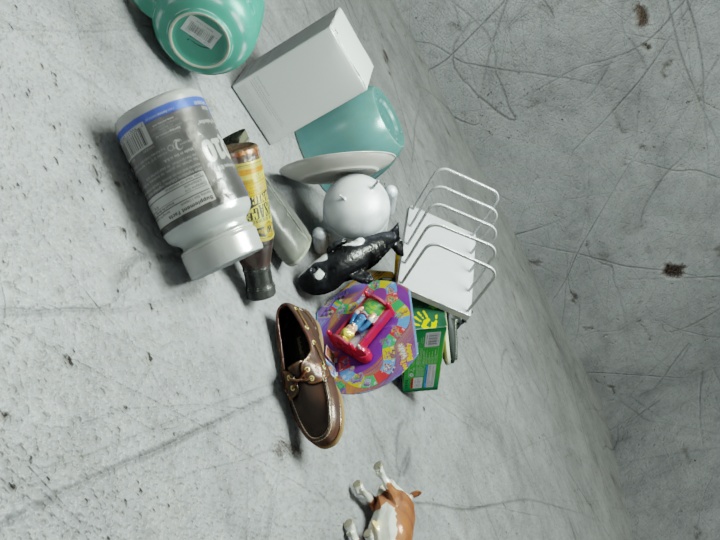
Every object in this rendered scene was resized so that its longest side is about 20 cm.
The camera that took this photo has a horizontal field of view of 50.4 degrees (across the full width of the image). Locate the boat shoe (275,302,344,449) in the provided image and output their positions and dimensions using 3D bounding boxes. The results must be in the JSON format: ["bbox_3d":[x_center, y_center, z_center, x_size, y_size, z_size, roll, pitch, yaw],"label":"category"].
[{"bbox_3d":[-0.076,0.136,1.017,0.070,0.070,0.202,48,18,-54],"label":"boat shoe"}]

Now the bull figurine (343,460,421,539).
[{"bbox_3d":[0.036,0.350,1.071,0.122,0.064,0.201,52,22,-23],"label":"bull figurine"}]

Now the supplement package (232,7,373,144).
[{"bbox_3d":[-0.093,-0.326,1.289,0.121,0.198,0.122,55,23,-24],"label":"supplement package"}]

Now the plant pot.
[{"bbox_3d":[-0.011,-0.262,1.481,0.201,0.159,0.202,50,25,-34],"label":"plant pot"}]

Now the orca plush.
[{"bbox_3d":[0.000,0.000,1.208,0.198,0.106,0.071,-17,56,-38],"label":"orca plush"}]

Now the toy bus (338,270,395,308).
[{"bbox_3d":[0.012,0.053,1.295,0.200,0.077,0.066,-40,132,-69],"label":"toy bus"}]

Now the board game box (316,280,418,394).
[{"bbox_3d":[0.001,0.083,1.129,0.039,0.155,0.202,60,19,-45],"label":"board game box"}]

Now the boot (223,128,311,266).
[{"bbox_3d":[-0.148,-0.090,1.102,0.183,0.071,0.202,-67,137,-61],"label":"boot"}]

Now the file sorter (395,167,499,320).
[{"bbox_3d":[0.153,-0.051,1.290,0.137,0.125,0.202,22,45,-10],"label":"file sorter"}]

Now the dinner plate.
[{"bbox_3d":[-0.037,-0.167,1.272,0.200,0.197,0.025,-4,85,-68],"label":"dinner plate"}]

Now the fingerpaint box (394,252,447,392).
[{"bbox_3d":[0.100,0.093,1.376,0.202,0.072,0.169,90,-5,-51],"label":"fingerpaint box"}]

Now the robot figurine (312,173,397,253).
[{"bbox_3d":[-0.009,-0.084,1.288,0.113,0.168,0.201,50,-20,19],"label":"robot figurine"}]

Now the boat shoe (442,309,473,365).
[{"bbox_3d":[0.168,0.066,1.374,0.075,0.065,0.203,104,-18,-70],"label":"boat shoe"}]

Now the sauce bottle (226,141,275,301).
[{"bbox_3d":[-0.145,-0.062,0.999,0.066,0.065,0.204,-62,145,-65],"label":"sauce bottle"}]

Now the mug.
[{"bbox_3d":[-0.232,-0.354,1.082,0.153,0.181,0.116,78,12,-48],"label":"mug"}]

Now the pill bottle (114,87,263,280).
[{"bbox_3d":[-0.198,-0.099,0.903,0.203,0.112,0.114,65,20,-3],"label":"pill bottle"}]
